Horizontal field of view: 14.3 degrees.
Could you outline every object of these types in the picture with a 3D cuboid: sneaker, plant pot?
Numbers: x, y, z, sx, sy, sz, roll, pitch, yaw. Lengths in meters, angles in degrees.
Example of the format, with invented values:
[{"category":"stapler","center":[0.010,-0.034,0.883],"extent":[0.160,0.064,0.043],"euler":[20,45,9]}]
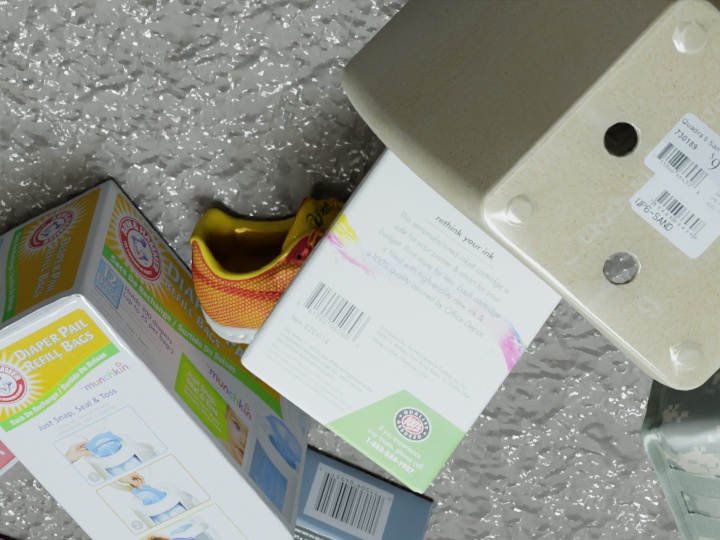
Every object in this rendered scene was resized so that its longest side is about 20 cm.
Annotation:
[{"category":"sneaker","center":[0.000,0.000,1.517],"extent":[0.199,0.073,0.077],"euler":[-1,125,17]},{"category":"plant pot","center":[0.132,-0.063,1.290],"extent":[0.200,0.177,0.200],"euler":[40,105,-19]}]

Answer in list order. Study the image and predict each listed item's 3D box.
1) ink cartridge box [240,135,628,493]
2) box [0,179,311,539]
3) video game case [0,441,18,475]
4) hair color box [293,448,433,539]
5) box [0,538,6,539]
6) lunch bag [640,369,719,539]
[{"category":"ink cartridge box","center":[0.042,-0.003,1.448],"extent":[0.117,0.067,0.200],"euler":[36,92,0]},{"category":"box","center":[-0.127,0.068,1.584],"extent":[0.101,0.113,0.200],"euler":[-26,120,23]},{"category":"video game case","center":[-0.261,0.037,1.674],"extent":[0.200,0.017,0.143],"euler":[37,132,-17]},{"category":"hair color box","center":[-0.041,0.198,1.720],"extent":[0.099,0.061,0.200],"euler":[24,135,-4]},{"category":"box","center":[-0.276,0.257,1.828],"extent":[0.099,0.096,0.200],"euler":[16,134,2]},{"category":"lunch bag","center":[0.251,0.110,1.506],"extent":[0.163,0.118,0.200],"euler":[-4,136,21]}]
